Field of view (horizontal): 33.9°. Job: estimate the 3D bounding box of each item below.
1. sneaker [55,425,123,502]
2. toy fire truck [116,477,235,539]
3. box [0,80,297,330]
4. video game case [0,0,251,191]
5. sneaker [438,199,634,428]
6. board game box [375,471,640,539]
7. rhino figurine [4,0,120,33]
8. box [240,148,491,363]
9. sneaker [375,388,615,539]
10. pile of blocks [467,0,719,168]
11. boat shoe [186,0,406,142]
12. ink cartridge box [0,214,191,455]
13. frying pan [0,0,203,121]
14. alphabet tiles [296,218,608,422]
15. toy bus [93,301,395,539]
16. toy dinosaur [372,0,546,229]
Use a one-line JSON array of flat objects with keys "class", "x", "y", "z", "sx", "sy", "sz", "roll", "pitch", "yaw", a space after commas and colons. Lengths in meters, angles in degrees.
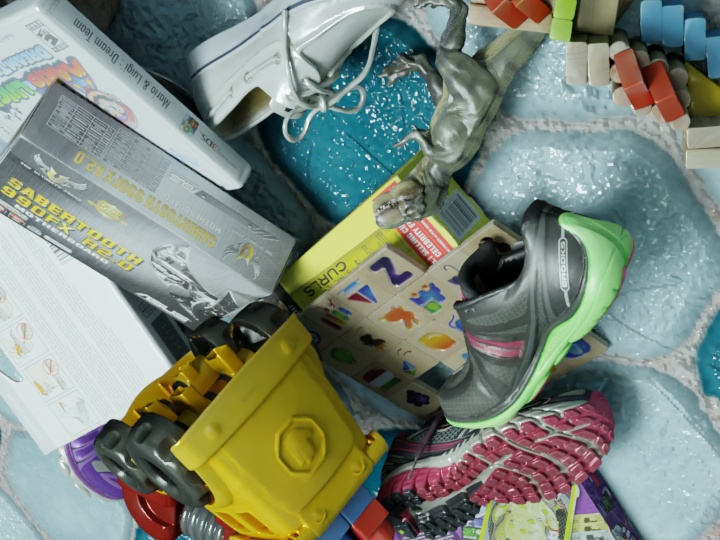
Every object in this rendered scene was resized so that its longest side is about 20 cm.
[{"class": "sneaker", "x": -0.231, "y": 0.121, "z": 1.053, "sx": 0.083, "sy": 0.081, "sz": 0.202, "roll": 0, "pitch": 118, "yaw": 27}, {"class": "toy fire truck", "x": -0.111, "y": 0.214, "z": 1.018, "sx": 0.175, "sy": 0.129, "sz": 0.202, "roll": 18, "pitch": 118, "yaw": 23}, {"class": "box", "x": -0.164, "y": -0.037, "z": 0.847, "sx": 0.199, "sy": 0.049, "sz": 0.158, "roll": 33, "pitch": 156, "yaw": -19}, {"class": "video game case", "x": -0.197, "y": -0.108, "z": 0.822, "sx": 0.199, "sy": 0.024, "sz": 0.182, "roll": -5, "pitch": 142, "yaw": 48}, {"class": "sneaker", "x": 0.094, "y": 0.025, "z": 0.731, "sx": 0.083, "sy": 0.077, "sz": 0.201, "roll": 32, "pitch": 135, "yaw": 3}, {"class": "board game box", "x": 0.110, "y": 0.201, "z": 0.908, "sx": 0.199, "sy": 0.032, "sz": 0.120, "roll": -26, "pitch": 106, "yaw": 41}, {"class": "rhino figurine", "x": -0.251, "y": -0.188, "z": 0.874, "sx": 0.199, "sy": 0.060, "sz": 0.088, "roll": -18, "pitch": 105, "yaw": 41}, {"class": "box", "x": 0.000, "y": 0.000, "z": 0.834, "sx": 0.075, "sy": 0.050, "sz": 0.200, "roll": 49, "pitch": 132, "yaw": -4}, {"class": "sneaker", "x": 0.086, "y": 0.121, "z": 0.830, "sx": 0.199, "sy": 0.075, "sz": 0.081, "roll": -27, "pitch": 127, "yaw": 35}, {"class": "pile of blocks", "x": 0.144, "y": -0.124, "z": 0.631, "sx": 0.199, "sy": 0.062, "sz": 0.082, "roll": 31, "pitch": 114, "yaw": -2}, {"class": "boat shoe", "x": -0.039, "y": -0.124, "z": 0.744, "sx": 0.201, "sy": 0.074, "sz": 0.087, "roll": -18, "pitch": 79, "yaw": 42}, {"class": "ink cartridge box", "x": -0.252, "y": 0.039, "z": 0.982, "sx": 0.173, "sy": 0.044, "sz": 0.201, "roll": -27, "pitch": 103, "yaw": 30}, {"class": "frying pan", "x": -0.173, "y": -0.128, "z": 0.831, "sx": 0.114, "sy": 0.031, "sz": 0.190, "roll": 0, "pitch": 147, "yaw": 38}, {"class": "alphabet tiles", "x": 0.063, "y": 0.039, "z": 0.803, "sx": 0.166, "sy": 0.008, "sz": 0.200, "roll": 32, "pitch": 136, "yaw": -20}, {"class": "toy bus", "x": -0.070, "y": 0.137, "z": 0.839, "sx": 0.192, "sy": 0.136, "sz": 0.200, "roll": 48, "pitch": 153, "yaw": -14}, {"class": "toy dinosaur", "x": 0.058, "y": -0.120, "z": 0.717, "sx": 0.088, "sy": 0.047, "sz": 0.201, "roll": 46, "pitch": 116, "yaw": 22}]
